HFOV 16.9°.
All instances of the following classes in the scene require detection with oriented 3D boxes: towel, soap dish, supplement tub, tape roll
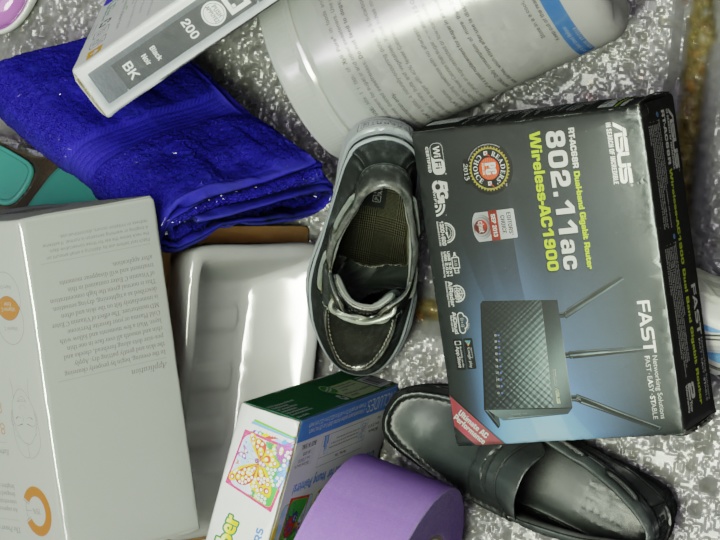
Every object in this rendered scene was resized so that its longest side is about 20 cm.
[{"bbox_3d":[-0.129,-0.090,1.518,0.200,0.147,0.050,37,126,33],"label":"towel"},{"bbox_3d":[-0.100,0.069,1.548,0.081,0.157,0.201,9,96,34],"label":"soap dish"},{"bbox_3d":[0.052,-0.164,1.488,0.199,0.132,0.132,-23,86,17],"label":"supplement tub"},{"bbox_3d":[-0.003,0.217,1.496,0.065,0.200,0.201,18,99,15],"label":"tape roll"}]

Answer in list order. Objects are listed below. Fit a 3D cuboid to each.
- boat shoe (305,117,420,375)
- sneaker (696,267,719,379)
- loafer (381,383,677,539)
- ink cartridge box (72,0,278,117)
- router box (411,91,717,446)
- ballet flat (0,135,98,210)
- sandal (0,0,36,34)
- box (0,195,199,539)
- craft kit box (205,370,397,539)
[{"bbox_3d":[0.000,0.000,1.503,0.072,0.071,0.201,5,132,2],"label":"boat shoe"},{"bbox_3d":[0.202,0.030,1.487,0.199,0.072,0.073,16,108,20],"label":"sneaker"},{"bbox_3d":[0.103,0.124,1.523,0.200,0.070,0.068,23,100,15],"label":"loafer"},{"bbox_3d":[-0.076,-0.196,1.497,0.200,0.198,0.043,-33,109,19],"label":"ink cartridge box"},{"bbox_3d":[0.121,0.002,1.443,0.149,0.062,0.201,-6,97,28],"label":"router box"},{"bbox_3d":[-0.197,-0.040,1.578,0.200,0.072,0.072,26,104,50],"label":"ballet flat"},{"bbox_3d":[-0.246,-0.260,1.621,0.082,0.050,0.204,12,98,17],"label":"sandal"},{"bbox_3d":[-0.180,0.063,1.432,0.124,0.097,0.201,-1,98,50],"label":"box"},{"bbox_3d":[-0.046,0.169,1.508,0.048,0.200,0.198,14,97,16],"label":"craft kit box"}]
